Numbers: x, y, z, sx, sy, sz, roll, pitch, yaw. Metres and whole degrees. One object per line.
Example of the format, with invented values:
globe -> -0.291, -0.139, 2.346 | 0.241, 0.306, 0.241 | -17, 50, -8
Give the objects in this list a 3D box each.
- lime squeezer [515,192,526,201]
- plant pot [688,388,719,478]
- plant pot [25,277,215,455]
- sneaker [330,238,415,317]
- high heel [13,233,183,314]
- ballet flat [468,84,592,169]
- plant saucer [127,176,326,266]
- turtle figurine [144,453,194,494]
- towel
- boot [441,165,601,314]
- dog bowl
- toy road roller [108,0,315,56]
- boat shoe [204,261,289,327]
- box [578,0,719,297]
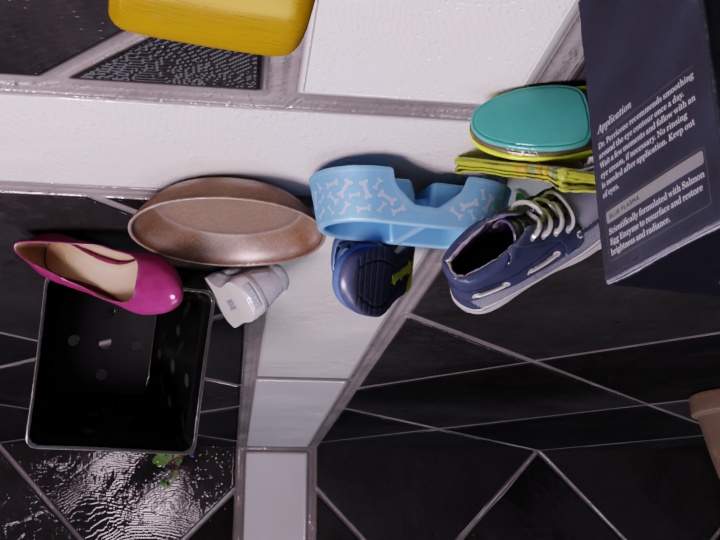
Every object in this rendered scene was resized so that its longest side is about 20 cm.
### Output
lime squeezer -> 0.184, -0.038, 1.022 | 0.070, 0.038, 0.200 | 31, 164, 7
plant pot -> 0.790, 0.343, 1.956 | 0.197, 0.177, 0.200 | 1, 163, 0
plant pot -> -0.309, 0.106, 1.180 | 0.197, 0.203, 0.177 | 7, -179, -22
sneaker -> 0.000, 0.000, 0.980 | 0.081, 0.075, 0.200 | 12, -172, 15
high heel -> -0.277, 0.004, 0.996 | 0.198, 0.068, 0.096 | 11, -179, 37
ballet flat -> 0.185, -0.110, 0.725 | 0.197, 0.068, 0.067 | -9, 151, 18
plant saucer -> -0.133, -0.051, 0.955 | 0.197, 0.037, 0.201 | -1, 162, 0
turtle figurine -> -0.532, 0.487, 2.428 | 0.197, 0.146, 0.194 | -4, 158, -2
towel -> 0.152, -0.076, 0.776 | 0.085, 0.018, 0.200 | 8, -173, -19
boot -> 0.161, -0.037, 0.833 | 0.199, 0.073, 0.090 | -38, 158, 0
dog bowl -> 0.048, -0.056, 0.894 | 0.197, 0.050, 0.111 | 4, 170, -16
toy road roller -> -0.049, -0.180, 0.377 | 0.121, 0.148, 0.200 | 5, 162, -16
boat shoe -> -0.134, 0.018, 1.119 | 0.068, 0.073, 0.200 | -31, -177, -19
box -> 0.250, -0.091, 0.567 | 0.194, 0.203, 0.117 | 7, 160, -19
